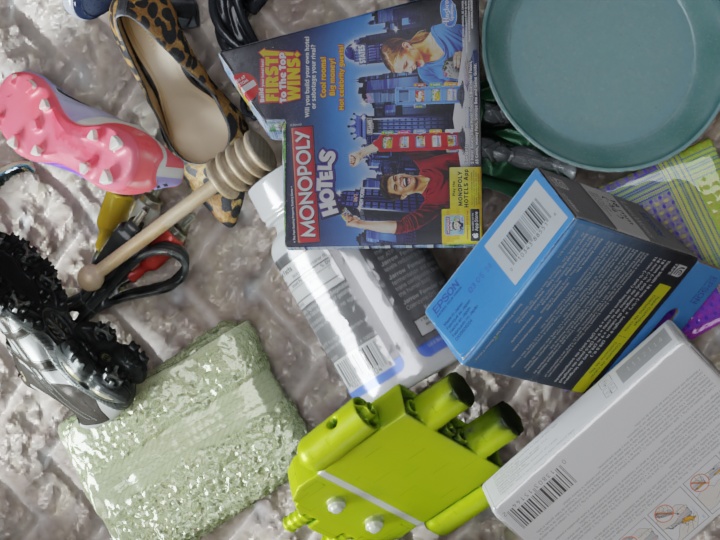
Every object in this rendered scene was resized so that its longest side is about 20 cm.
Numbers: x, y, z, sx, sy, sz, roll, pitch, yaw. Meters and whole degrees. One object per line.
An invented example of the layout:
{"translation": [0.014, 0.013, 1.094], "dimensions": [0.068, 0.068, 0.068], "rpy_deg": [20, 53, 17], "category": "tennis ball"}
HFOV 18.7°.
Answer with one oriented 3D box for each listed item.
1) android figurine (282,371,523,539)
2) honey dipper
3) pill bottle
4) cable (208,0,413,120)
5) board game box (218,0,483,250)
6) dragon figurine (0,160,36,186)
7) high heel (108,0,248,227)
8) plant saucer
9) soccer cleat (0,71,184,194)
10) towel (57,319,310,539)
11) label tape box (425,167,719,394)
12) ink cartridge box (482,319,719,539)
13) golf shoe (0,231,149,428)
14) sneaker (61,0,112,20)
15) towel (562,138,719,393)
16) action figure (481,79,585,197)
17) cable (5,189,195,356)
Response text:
{"translation": [0.026, 0.157, 1.720], "dimensions": [0.200, 0.182, 0.041], "rpy_deg": [-36, 44, 23], "category": "android figurine"}
{"translation": [-0.153, -0.044, 1.757], "dimensions": [0.200, 0.038, 0.038], "rpy_deg": [-34, 86, 22], "category": "honey dipper"}
{"translation": [0.000, 0.000, 1.733], "dimensions": [0.113, 0.114, 0.201], "rpy_deg": [-30, 86, 13], "category": "pill bottle"}
{"translation": [-0.021, -0.208, 1.764], "dimensions": [0.199, 0.051, 0.164], "rpy_deg": [-10, 86, 16], "category": "cable"}
{"translation": [-0.007, -0.111, 1.664], "dimensions": [0.198, 0.062, 0.201], "rpy_deg": [-1, 79, 3], "category": "board game box"}
{"translation": [-0.349, -0.039, 1.839], "dimensions": [0.199, 0.059, 0.100], "rpy_deg": [-7, 92, 14], "category": "dragon figurine"}
{"translation": [-0.148, -0.128, 1.742], "dimensions": [0.071, 0.142, 0.201], "rpy_deg": [-15, 89, 17], "category": "high heel"}
{"translation": [0.189, -0.172, 1.694], "dimensions": [0.199, 0.036, 0.201], "rpy_deg": [1, 82, -4], "category": "plant saucer"}
{"translation": [-0.226, -0.109, 1.790], "dimensions": [0.200, 0.076, 0.067], "rpy_deg": [27, 101, 42], "category": "soccer cleat"}
{"translation": [-0.143, 0.145, 1.814], "dimensions": [0.199, 0.036, 0.149], "rpy_deg": [-31, 87, 13], "category": "towel"}
{"translation": [0.165, 0.016, 1.661], "dimensions": [0.144, 0.199, 0.063], "rpy_deg": [-52, 50, 19], "category": "label tape box"}
{"translation": [0.225, 0.166, 1.716], "dimensions": [0.200, 0.045, 0.176], "rpy_deg": [-42, 114, 8], "category": "ink cartridge box"}
{"translation": [-0.268, 0.051, 1.788], "dimensions": [0.200, 0.078, 0.095], "rpy_deg": [45, 133, 8], "category": "golf shoe"}
{"translation": [-0.154, -0.267, 1.759], "dimensions": [0.108, 0.070, 0.200], "rpy_deg": [42, 99, 30], "category": "sneaker"}
{"translation": [0.214, -0.003, 1.718], "dimensions": [0.199, 0.023, 0.144], "rpy_deg": [-26, 98, 14], "category": "towel"}
{"translation": [0.074, -0.113, 1.720], "dimensions": [0.199, 0.055, 0.119], "rpy_deg": [9, 84, -2], "category": "action figure"}
{"translation": [-0.211, 0.012, 1.831], "dimensions": [0.097, 0.050, 0.200], "rpy_deg": [38, 113, -4], "category": "cable"}
